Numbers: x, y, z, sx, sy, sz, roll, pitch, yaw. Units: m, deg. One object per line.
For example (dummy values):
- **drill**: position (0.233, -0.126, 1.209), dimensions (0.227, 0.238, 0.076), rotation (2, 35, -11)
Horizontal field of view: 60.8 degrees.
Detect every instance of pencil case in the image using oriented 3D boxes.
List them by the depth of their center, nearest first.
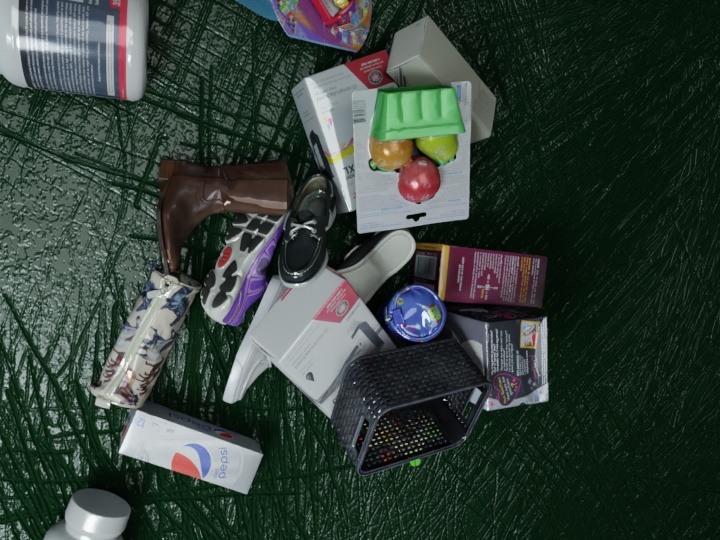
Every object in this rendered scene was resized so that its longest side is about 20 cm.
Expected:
- **pencil case**: position (-0.298, 0.093, 0.850), dimensions (0.076, 0.089, 0.204), rotation (25, 86, 11)
- **pencil case**: position (0.067, 0.072, 0.927), dimensions (0.084, 0.200, 0.080), rotation (-7, 82, -8)

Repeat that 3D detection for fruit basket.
- **fruit basket**: position (0.075, -0.164, 0.892), dimensions (0.180, 0.094, 0.205), rotation (-9, 118, -13)

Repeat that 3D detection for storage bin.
- **storage bin**: position (0.070, 0.187, 0.861), dimensions (0.196, 0.094, 0.138), rotation (-7, 131, -31)

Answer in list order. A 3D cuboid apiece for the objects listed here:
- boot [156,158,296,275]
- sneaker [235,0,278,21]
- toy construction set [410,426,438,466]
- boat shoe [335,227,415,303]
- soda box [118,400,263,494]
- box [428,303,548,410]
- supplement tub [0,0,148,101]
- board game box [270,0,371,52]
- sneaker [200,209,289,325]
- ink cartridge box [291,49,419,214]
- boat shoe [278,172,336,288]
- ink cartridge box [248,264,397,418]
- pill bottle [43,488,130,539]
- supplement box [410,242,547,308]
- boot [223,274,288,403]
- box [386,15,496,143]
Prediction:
- **boot**: position (-0.180, -0.081, 0.854), dimensions (0.194, 0.065, 0.191), rotation (1, 64, -15)
- **sneaker**: position (-0.179, -0.442, 0.867), dimensions (0.197, 0.076, 0.083), rotation (26, 79, -27)
- **toy construction set**: position (0.054, 0.232, 0.988), dimensions (0.131, 0.092, 0.200), rotation (-43, 100, 14)
- **boat shoe**: position (0.000, 0.000, 0.965), dimensions (0.199, 0.061, 0.074), rotation (-42, 108, 9)
- **soda box**: position (-0.245, 0.256, 0.893), dimensions (0.197, 0.068, 0.065), rotation (26, 85, -20)
- **box**: position (0.193, 0.128, 0.973), dimensions (0.112, 0.199, 0.136), rotation (-3, 95, -18)
- **supplement tub**: position (-0.369, -0.297, 0.768), dimensions (0.194, 0.140, 0.145), rotation (2, 93, -20)
- **board game box**: position (-0.044, -0.416, 0.894), dimensions (0.197, 0.038, 0.163), rotation (-4, 95, -42)
- **sneaker**: position (-0.164, -0.013, 0.912), dimensions (0.203, 0.079, 0.084), rotation (-61, 146, -14)
- **ink cartridge box**: position (0.000, -0.207, 0.940), dimensions (0.143, 0.083, 0.205), rotation (-24, 101, -18)
- **boat shoe**: position (-0.077, -0.061, 0.861), dimensions (0.073, 0.203, 0.061), rotation (-1, 132, 5)
- **ink cartridge box**: position (-0.044, 0.110, 0.882), dimensions (0.146, 0.084, 0.201), rotation (-50, 136, -14)
- **pill bottle**: position (-0.387, 0.411, 0.829), dimensions (0.110, 0.112, 0.205), rotation (22, 86, -20)
- **supplement box**: position (0.193, 0.007, 1.012), dimensions (0.195, 0.110, 0.088), rotation (5, 93, -20)
- **boot**: position (-0.126, 0.115, 0.915), dimensions (0.094, 0.074, 0.204), rotation (24, 85, -4)
- **box**: position (0.129, -0.285, 0.947), dimensions (0.199, 0.067, 0.084), rotation (35, 59, -38)
